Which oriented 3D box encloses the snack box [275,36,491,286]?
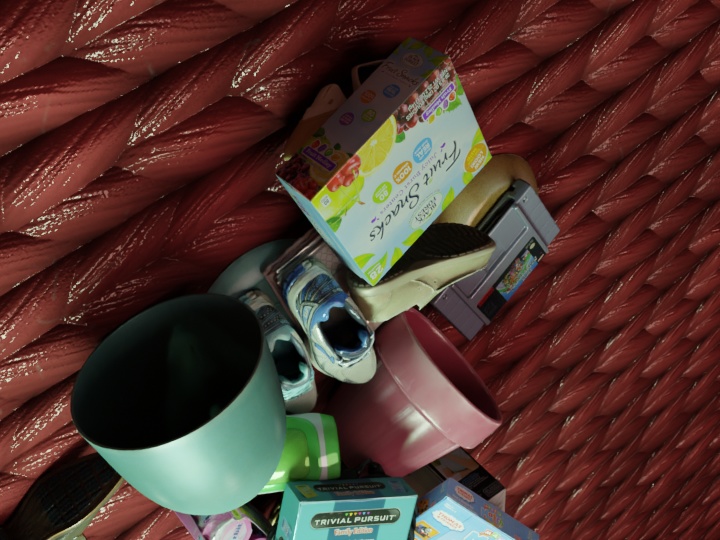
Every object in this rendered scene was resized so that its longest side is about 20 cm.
[{"bbox_3d":[0.031,-0.109,0.964,0.200,0.068,0.169,-46,142,-8],"label":"snack box"}]

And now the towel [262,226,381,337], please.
[{"bbox_3d":[0.000,0.000,1.091,0.200,0.032,0.191,-42,138,-11],"label":"towel"}]

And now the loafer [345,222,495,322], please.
[{"bbox_3d":[0.069,0.002,1.082,0.199,0.076,0.069,-19,131,-24],"label":"loafer"}]

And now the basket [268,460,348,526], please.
[{"bbox_3d":[-0.026,0.356,1.268,0.142,0.149,0.201,12,108,-46],"label":"basket"}]

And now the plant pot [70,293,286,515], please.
[{"bbox_3d":[-0.166,0.150,0.943,0.200,0.200,0.162,-35,131,-19],"label":"plant pot"}]

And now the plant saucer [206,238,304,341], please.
[{"bbox_3d":[-0.102,0.059,1.082,0.199,0.027,0.201,-23,132,-29],"label":"plant saucer"}]

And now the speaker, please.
[{"bbox_3d":[-0.126,0.215,1.071,0.198,0.089,0.089,-6,126,-8],"label":"speaker"}]

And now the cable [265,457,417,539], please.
[{"bbox_3d":[-0.025,0.330,1.128,0.200,0.051,0.163,-42,122,-10],"label":"cable"}]

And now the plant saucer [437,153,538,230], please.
[{"bbox_3d":[0.177,-0.057,1.251,0.199,0.035,0.201,-24,132,-29],"label":"plant saucer"}]

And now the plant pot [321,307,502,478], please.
[{"bbox_3d":[0.054,0.175,1.199,0.179,0.200,0.200,-41,141,11],"label":"plant pot"}]

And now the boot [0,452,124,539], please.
[{"bbox_3d":[-0.321,0.276,1.010,0.200,0.075,0.097,-39,150,-5],"label":"boot"}]

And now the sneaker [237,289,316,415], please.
[{"bbox_3d":[-0.089,0.116,1.047,0.078,0.086,0.201,-39,138,-15],"label":"sneaker"}]

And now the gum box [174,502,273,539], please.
[{"bbox_3d":[-0.155,0.324,1.152,0.066,0.113,0.200,-43,138,-11],"label":"gum box"}]

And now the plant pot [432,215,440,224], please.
[{"bbox_3d":[0.038,-0.083,1.110,0.199,0.027,0.201,-24,132,-30],"label":"plant pot"}]

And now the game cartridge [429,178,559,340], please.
[{"bbox_3d":[0.180,-0.010,1.235,0.200,0.038,0.130,-51,135,-2],"label":"game cartridge"}]

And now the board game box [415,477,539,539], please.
[{"bbox_3d":[0.115,0.366,1.236,0.151,0.037,0.200,35,131,-13],"label":"board game box"}]

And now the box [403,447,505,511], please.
[{"bbox_3d":[0.116,0.296,1.318,0.060,0.200,0.117,-27,135,-24],"label":"box"}]

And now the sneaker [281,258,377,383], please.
[{"bbox_3d":[-0.022,0.079,1.040,0.077,0.085,0.200,-41,138,-10],"label":"sneaker"}]

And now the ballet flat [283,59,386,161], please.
[{"bbox_3d":[-0.009,-0.179,0.986,0.199,0.068,0.063,-32,107,-26],"label":"ballet flat"}]

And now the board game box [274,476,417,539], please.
[{"bbox_3d":[-0.028,0.341,1.072,0.150,0.047,0.201,4,105,-28],"label":"board game box"}]
